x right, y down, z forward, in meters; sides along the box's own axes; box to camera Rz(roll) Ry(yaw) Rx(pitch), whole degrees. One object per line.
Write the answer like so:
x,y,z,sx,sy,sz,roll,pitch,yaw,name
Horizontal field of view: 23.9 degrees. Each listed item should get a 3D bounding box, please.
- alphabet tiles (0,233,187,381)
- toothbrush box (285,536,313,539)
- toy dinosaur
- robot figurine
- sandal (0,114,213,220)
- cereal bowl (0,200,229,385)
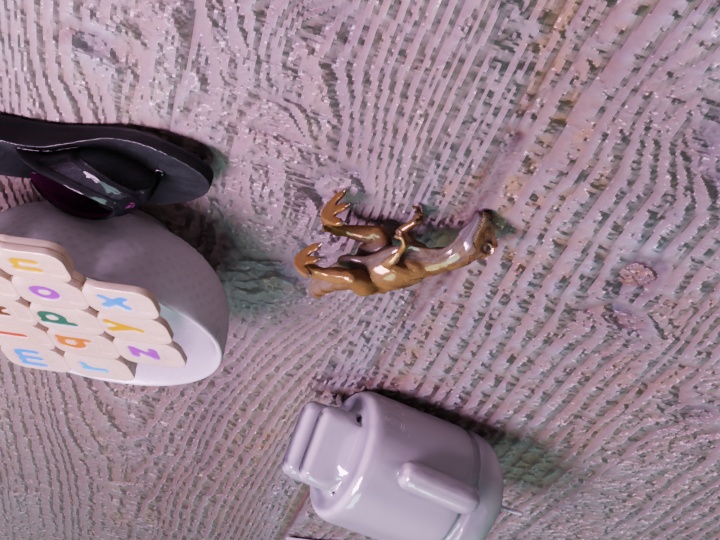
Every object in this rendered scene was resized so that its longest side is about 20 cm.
-0.220,0.025,1.152,0.194,0.015,0.200,7,155,12,alphabet tiles
0.023,0.363,1.858,0.199,0.086,0.146,1,153,21,toothbrush box
0.000,0.000,1.141,0.199,0.061,0.106,-13,146,43,toy dinosaur
0.037,0.173,1.420,0.199,0.113,0.169,23,176,-22,robot figurine
-0.194,-0.062,1.114,0.199,0.048,0.075,8,155,10,sandal
-0.186,0.007,1.213,0.199,0.084,0.200,11,154,5,cereal bowl
